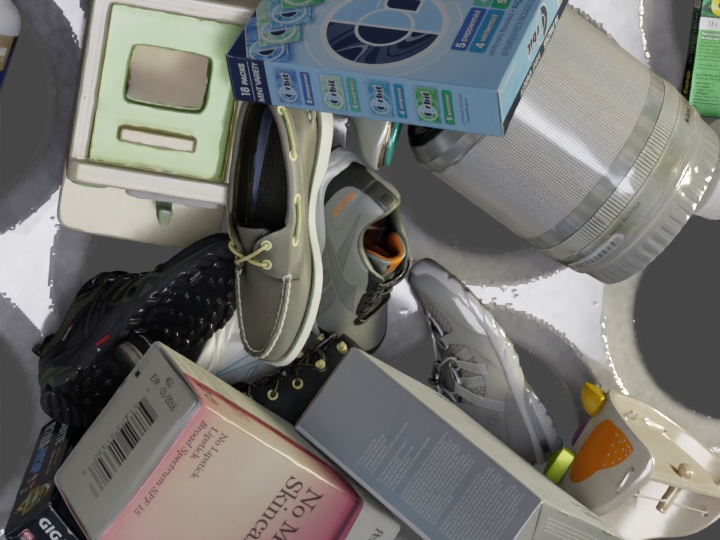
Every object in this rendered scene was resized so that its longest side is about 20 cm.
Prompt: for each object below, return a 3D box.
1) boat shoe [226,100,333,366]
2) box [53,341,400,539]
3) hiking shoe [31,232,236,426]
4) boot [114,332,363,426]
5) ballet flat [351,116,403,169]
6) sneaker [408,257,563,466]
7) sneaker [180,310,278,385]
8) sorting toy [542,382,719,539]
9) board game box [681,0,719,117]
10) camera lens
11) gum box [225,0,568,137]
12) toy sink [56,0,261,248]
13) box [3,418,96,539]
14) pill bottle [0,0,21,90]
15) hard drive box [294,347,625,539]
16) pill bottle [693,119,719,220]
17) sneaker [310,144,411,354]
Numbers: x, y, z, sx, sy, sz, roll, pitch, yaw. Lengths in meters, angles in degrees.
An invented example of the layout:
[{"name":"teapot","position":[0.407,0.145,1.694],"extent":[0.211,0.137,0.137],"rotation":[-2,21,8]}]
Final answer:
[{"name":"boat shoe","position":[-0.066,-0.032,1.506],"extent":[0.060,0.072,0.203],"rotation":[1,96,-51]},{"name":"box","position":[-0.094,0.164,1.485],"extent":[0.200,0.109,0.128],"rotation":[35,95,-31]},{"name":"hiking shoe","position":[-0.171,0.024,1.585],"extent":[0.200,0.101,0.076],"rotation":[-37,136,8]},{"name":"boot","position":[-0.077,0.088,1.575],"extent":[0.154,0.073,0.204],"rotation":[-42,118,-11]},{"name":"ballet flat","position":[0.021,-0.165,1.566],"extent":[0.069,0.069,0.201],"rotation":[27,64,-13]},{"name":"sneaker","position":[0.085,0.083,1.654],"extent":[0.082,0.075,0.200],"rotation":[-31,106,-2]},{"name":"sneaker","position":[-0.081,0.029,1.630],"extent":[0.080,0.070,0.201],"rotation":[35,92,-37]},{"name":"sorting toy","position":[0.180,0.191,1.659],"extent":[0.180,0.200,0.107],"rotation":[-51,60,11]},{"name":"board game box","position":[0.356,-0.167,1.665],"extent":[0.199,0.023,0.105],"rotation":[5,104,-10]},{"name":"camera lens","position":[0.147,-0.103,1.577],"extent":[0.200,0.160,0.160],"rotation":[35,96,-14]},{"name":"gum box","position":[0.030,-0.174,1.476],"extent":[0.199,0.170,0.045],"rotation":[9,135,21]},{"name":"toy sink","position":[-0.149,-0.110,1.558],"extent":[0.130,0.112,0.201],"rotation":[10,101,-10]},{"name":"box","position":[-0.189,0.203,1.577],"extent":[0.046,0.200,0.159],"rotation":[-34,105,10]},{"name":"pill bottle","position":[-0.313,-0.155,1.522],"extent":[0.115,0.116,0.201],"rotation":[18,100,-12]},{"name":"hard drive box","position":[0.073,0.156,1.529],"extent":[0.077,0.200,0.156],"rotation":[-54,145,3]},{"name":"pill bottle","position":[0.361,-0.054,1.644],"extent":[0.199,0.112,0.113],"rotation":[16,100,-12]},{"name":"sneaker","position":[0.000,0.000,1.585],"extent":[0.074,0.079,0.201],"rotation":[-43,148,-28]}]
